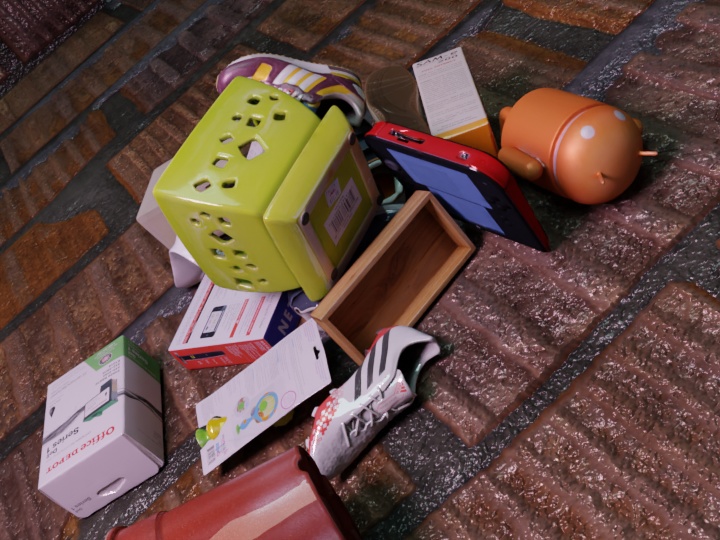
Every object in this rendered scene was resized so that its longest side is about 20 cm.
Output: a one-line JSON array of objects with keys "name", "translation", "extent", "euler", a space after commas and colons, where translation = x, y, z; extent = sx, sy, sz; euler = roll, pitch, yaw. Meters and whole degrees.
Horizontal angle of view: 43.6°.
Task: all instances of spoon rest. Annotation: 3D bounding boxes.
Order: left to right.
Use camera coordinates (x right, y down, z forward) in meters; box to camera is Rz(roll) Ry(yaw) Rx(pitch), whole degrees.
[{"name": "spoon rest", "translation": [-0.251, -0.024, 1.340], "extent": [0.100, 0.060, 0.200], "euler": [-66, 9, -10]}]

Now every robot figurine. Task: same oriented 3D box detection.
[{"name": "robot figurine", "translation": [0.244, -0.146, 1.042], "extent": [0.200, 0.144, 0.117], "euler": [38, 106, 54]}]

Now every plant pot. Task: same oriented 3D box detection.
[{"name": "plant pot", "translation": [-0.101, 0.279, 0.846], "extent": [0.195, 0.201, 0.201], "euler": [-31, 35, -3]}, {"name": "plant pot", "translation": [-0.094, -0.088, 1.083], "extent": [0.181, 0.199, 0.200], "euler": [15, 61, 28]}]

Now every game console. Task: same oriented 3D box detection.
[{"name": "game console", "translation": [0.108, -0.094, 1.029], "extent": [0.200, 0.177, 0.031], "euler": [26, 75, 40]}]

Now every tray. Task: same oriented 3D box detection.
[{"name": "tray", "translation": [0.041, 0.012, 1.065], "extent": [0.200, 0.099, 0.037], "euler": [-50, 26, -14]}]

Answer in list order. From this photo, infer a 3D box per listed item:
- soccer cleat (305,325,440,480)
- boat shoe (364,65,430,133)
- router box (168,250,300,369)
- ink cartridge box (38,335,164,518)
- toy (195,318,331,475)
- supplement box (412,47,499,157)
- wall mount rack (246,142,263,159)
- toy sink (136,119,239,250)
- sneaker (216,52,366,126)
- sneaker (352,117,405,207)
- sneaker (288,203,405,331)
[{"name": "soccer cleat", "translation": [0.014, 0.142, 0.981], "extent": [0.085, 0.069, 0.200], "euler": [3, 49, 49]}, {"name": "boat shoe", "translation": [0.053, -0.196, 1.192], "extent": [0.072, 0.065, 0.200], "euler": [-17, 48, 0]}, {"name": "router box", "translation": [-0.156, 0.038, 1.258], "extent": [0.179, 0.049, 0.200], "euler": [-9, 46, 35]}, {"name": "ink cartridge box", "translation": [-0.348, 0.208, 1.217], "extent": [0.146, 0.084, 0.200], "euler": [-34, 35, 9]}, {"name": "toy", "translation": [-0.112, 0.158, 1.093], "extent": [0.200, 0.047, 0.115], "euler": [-35, 39, 13]}, {"name": "supplement box", "translation": [0.131, -0.182, 1.166], "extent": [0.073, 0.126, 0.200], "euler": [-19, 40, 9]}, {"name": "wall mount rack", "translation": [-0.137, -0.154, 1.310], "extent": [0.174, 0.074, 0.200], "euler": [41, 117, 41]}, {"name": "toy sink", "translation": [-0.244, -0.130, 1.466], "extent": [0.200, 0.112, 0.131], "euler": [-26, 38, 27]}, {"name": "sneaker", "translation": [-0.090, -0.232, 1.191], "extent": [0.199, 0.075, 0.090], "euler": [1, 43, -9]}, {"name": "sneaker", "translation": [0.006, -0.153, 1.213], "extent": [0.078, 0.079, 0.200], "euler": [-27, 70, -9]}, {"name": "sneaker", "translation": [0.000, 0.001, 1.143], "extent": [0.202, 0.077, 0.147], "euler": [-17, 51, 14]}]
